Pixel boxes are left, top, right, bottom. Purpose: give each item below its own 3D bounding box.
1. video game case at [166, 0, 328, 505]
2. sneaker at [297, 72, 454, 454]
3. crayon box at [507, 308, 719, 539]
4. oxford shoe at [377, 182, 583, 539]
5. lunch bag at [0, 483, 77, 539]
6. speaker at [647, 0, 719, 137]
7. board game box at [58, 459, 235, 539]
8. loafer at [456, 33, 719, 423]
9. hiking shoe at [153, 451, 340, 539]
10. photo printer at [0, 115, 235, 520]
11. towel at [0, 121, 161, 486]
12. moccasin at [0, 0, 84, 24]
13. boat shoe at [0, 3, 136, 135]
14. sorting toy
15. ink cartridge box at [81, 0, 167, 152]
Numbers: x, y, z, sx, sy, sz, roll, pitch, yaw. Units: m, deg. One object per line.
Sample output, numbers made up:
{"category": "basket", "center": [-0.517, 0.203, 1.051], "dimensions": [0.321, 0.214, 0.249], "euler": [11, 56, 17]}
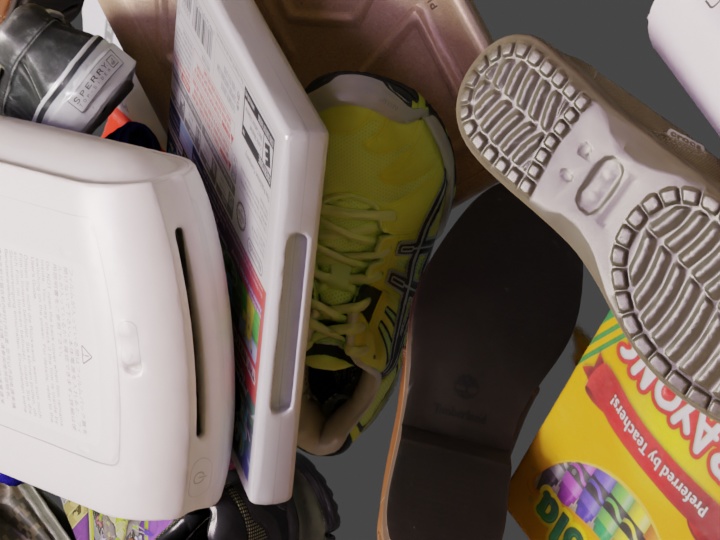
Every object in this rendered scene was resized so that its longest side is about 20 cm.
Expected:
{"category": "video game case", "center": [-0.055, -0.026, 1.326], "dimensions": [0.200, 0.023, 0.183], "euler": [-119, 31, -56]}
{"category": "sneaker", "center": [0.000, 0.000, 1.327], "dimensions": [0.077, 0.075, 0.201], "euler": [-76, -10, -47]}
{"category": "crayon box", "center": [0.136, 0.089, 1.244], "dimensions": [0.127, 0.051, 0.201], "euler": [51, 127, 36]}
{"category": "oxford shoe", "center": [0.044, 0.052, 1.302], "dimensions": [0.071, 0.071, 0.201], "euler": [117, 173, -65]}
{"category": "lunch bag", "center": [-0.218, 0.203, 1.611], "dimensions": [0.164, 0.117, 0.201], "euler": [-43, 64, 42]}
{"category": "speaker", "center": [0.193, -0.045, 1.154], "dimensions": [0.081, 0.081, 0.201], "euler": [-55, 51, 34]}
{"category": "board game box", "center": [-0.108, 0.077, 1.525], "dimensions": [0.200, 0.032, 0.121], "euler": [-56, 46, 45]}
{"category": "loafer", "center": [0.123, -0.019, 1.178], "dimensions": [0.076, 0.067, 0.200], "euler": [-48, 69, 26]}
{"category": "hiking shoe", "center": [-0.089, 0.175, 1.470], "dimensions": [0.076, 0.100, 0.201], "euler": [44, 122, 40]}
{"category": "photo printer", "center": [-0.129, 0.019, 1.333], "dimensions": [0.199, 0.069, 0.168], "euler": [14, 113, 50]}
{"category": "towel", "center": [-0.155, 0.021, 1.508], "dimensions": [0.200, 0.049, 0.149], "euler": [143, 134, -63]}
{"category": "moccasin", "center": [-0.148, -0.213, 1.562], "dimensions": [0.078, 0.073, 0.202], "euler": [63, 145, 24]}
{"category": "boat shoe", "center": [-0.154, -0.094, 1.444], "dimensions": [0.071, 0.072, 0.200], "euler": [42, 165, -4]}
{"category": "sorting toy", "center": [-0.020, -0.099, 1.392], "dimensions": [0.200, 0.036, 0.186], "euler": [-30, 86, 38]}
{"category": "ink cartridge box", "center": [-0.097, -0.076, 1.516], "dimensions": [0.162, 0.050, 0.201], "euler": [41, 117, 42]}
